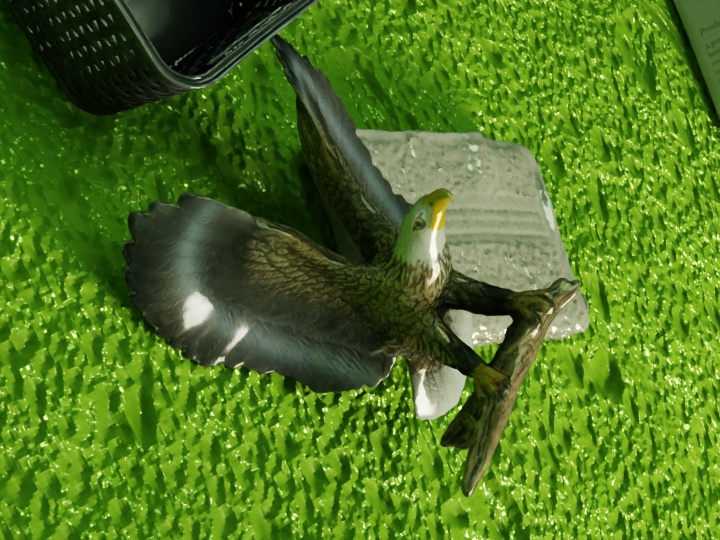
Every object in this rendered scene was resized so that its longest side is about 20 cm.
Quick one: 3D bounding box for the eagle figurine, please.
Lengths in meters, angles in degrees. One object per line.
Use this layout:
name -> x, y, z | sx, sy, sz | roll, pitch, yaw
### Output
eagle figurine -> 0.003, -0.006, 0.712 | 0.200, 0.151, 0.152 | 29, 21, 4

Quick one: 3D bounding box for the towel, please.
towel -> 0.059, -0.017, 0.856 | 0.200, 0.034, 0.133 | -4, 71, -47

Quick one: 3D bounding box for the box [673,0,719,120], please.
box -> 0.404, -0.213, 1.195 | 0.200, 0.199, 0.172 | -6, 74, -49

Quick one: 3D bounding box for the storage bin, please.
storage bin -> -0.115, -0.190, 0.681 | 0.135, 0.094, 0.200 | -44, 114, -31
